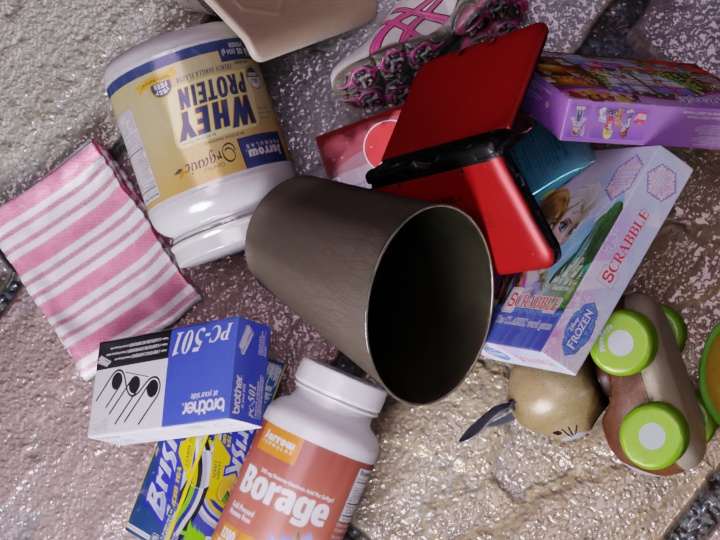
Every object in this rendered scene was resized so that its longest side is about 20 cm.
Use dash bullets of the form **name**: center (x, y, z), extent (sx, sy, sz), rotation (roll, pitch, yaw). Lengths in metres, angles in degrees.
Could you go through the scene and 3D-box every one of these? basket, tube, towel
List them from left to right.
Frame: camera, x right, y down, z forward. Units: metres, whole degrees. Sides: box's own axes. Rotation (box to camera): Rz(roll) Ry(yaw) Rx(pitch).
- **towel**: center (-0.264, -0.011, 1.591), extent (0.146, 0.030, 0.200), rotation (-36, 77, 7)
- **basket**: center (0.000, 0.000, 1.402), extent (0.200, 0.136, 0.181), rotation (27, 132, 48)
- **tube**: center (0.125, -0.067, 1.464), extent (0.200, 0.050, 0.078), rotation (-41, 53, 27)

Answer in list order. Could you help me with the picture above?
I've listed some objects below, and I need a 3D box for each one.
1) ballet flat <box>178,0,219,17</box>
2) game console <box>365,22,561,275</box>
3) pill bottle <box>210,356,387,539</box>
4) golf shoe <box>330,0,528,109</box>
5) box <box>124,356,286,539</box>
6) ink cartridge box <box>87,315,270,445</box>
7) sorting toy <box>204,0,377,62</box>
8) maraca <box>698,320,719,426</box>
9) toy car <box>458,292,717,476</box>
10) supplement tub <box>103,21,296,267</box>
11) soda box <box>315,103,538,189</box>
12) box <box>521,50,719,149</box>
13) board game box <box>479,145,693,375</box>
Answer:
- **ballet flat**: center (-0.162, -0.303, 1.595), extent (0.075, 0.068, 0.200), rotation (-39, 70, 28)
- **game console**: center (0.106, -0.095, 1.394), extent (0.119, 0.200, 0.173), rotation (-36, 103, -27)
- **pill bottle**: center (-0.052, 0.186, 1.476), extent (0.112, 0.112, 0.201), rotation (22, 88, 14)
- **golf shoe**: center (0.054, -0.220, 1.519), extent (0.200, 0.073, 0.092), rotation (-29, 51, -10)
- **box**: center (-0.144, 0.165, 1.512), extent (0.070, 0.064, 0.201), rotation (18, 86, 48)
- **ink cartridge box**: center (-0.167, 0.103, 1.481), extent (0.200, 0.044, 0.094), rotation (-12, 67, 42)
- **sorting toy**: center (-0.102, -0.288, 1.532), extent (0.200, 0.185, 0.036), rotation (50, 134, 12)
- **maraca**: center (0.390, 0.097, 1.393), extent (0.199, 0.107, 0.138), rotation (12, 91, 4)
- **toy car**: center (0.188, 0.119, 1.412), extent (0.199, 0.164, 0.158), rotation (-20, 83, 21)
- **supplement tub**: center (-0.143, -0.115, 1.512), extent (0.144, 0.144, 0.201), rotation (-20, 88, 9)
- **soda box**: center (0.064, -0.123, 1.514), extent (0.199, 0.063, 0.070), rotation (-19, 80, 9)
- **box**: center (0.233, -0.148, 1.398), extent (0.199, 0.137, 0.039), rotation (1, 115, -22)
- **board game box**: center (0.174, -0.012, 1.397), extent (0.041, 0.200, 0.200), rotation (34, 80, -18)
